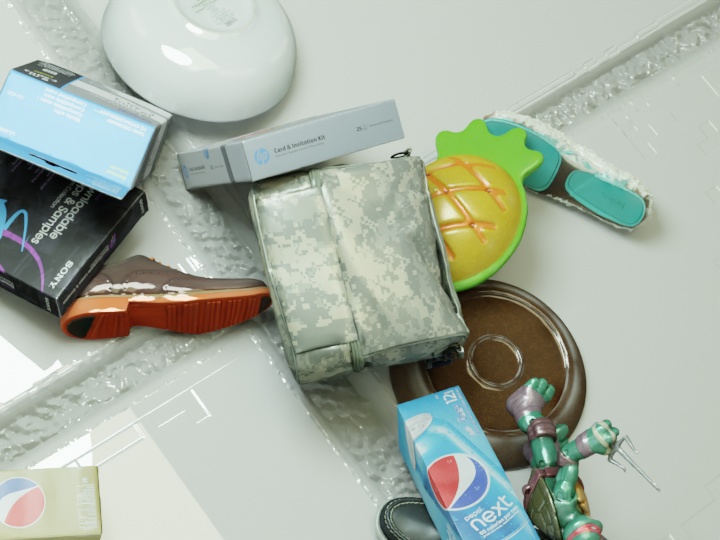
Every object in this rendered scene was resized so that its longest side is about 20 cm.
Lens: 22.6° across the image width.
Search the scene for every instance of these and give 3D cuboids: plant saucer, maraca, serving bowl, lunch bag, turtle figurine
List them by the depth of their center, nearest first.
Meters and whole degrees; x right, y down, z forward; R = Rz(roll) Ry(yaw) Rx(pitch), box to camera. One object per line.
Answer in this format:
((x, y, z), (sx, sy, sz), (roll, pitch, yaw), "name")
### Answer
((0.190, 0.193, 1.600), (0.100, 0.150, 0.200), (-10, 36, -13), "turtle figurine")
((0.000, 0.000, 1.654), (0.167, 0.139, 0.201), (-14, 81, 1), "lunch bag")
((0.127, 0.092, 1.735), (0.199, 0.032, 0.201), (6, 62, -11), "plant saucer")
((0.101, -0.064, 1.757), (0.137, 0.107, 0.200), (16, 62, 19), "maraca")
((-0.153, -0.242, 1.785), (0.199, 0.066, 0.201), (11, 50, -14), "serving bowl")

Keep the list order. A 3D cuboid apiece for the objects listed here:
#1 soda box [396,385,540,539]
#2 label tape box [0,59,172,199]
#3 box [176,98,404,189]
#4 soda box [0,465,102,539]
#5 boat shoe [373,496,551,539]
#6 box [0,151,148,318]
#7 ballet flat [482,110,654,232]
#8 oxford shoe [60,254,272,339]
((0.095, 0.200, 1.590), (0.064, 0.068, 0.200), (-17, 47, -12), "soda box")
((-0.258, -0.133, 1.657), (0.144, 0.200, 0.064), (22, 100, -3), "label tape box")
((-0.069, -0.117, 1.695), (0.155, 0.200, 0.041), (-17, 96, -21), "box")
((-0.323, 0.211, 1.538), (0.199, 0.068, 0.064), (-1, 64, -14), "soda box")
((0.112, 0.247, 1.636), (0.199, 0.060, 0.076), (17, 61, -6), "boat shoe")
((-0.317, -0.056, 1.665), (0.199, 0.036, 0.143), (26, 59, 15), "box")
((0.210, -0.105, 1.844), (0.200, 0.072, 0.072), (30, 61, -1), "ballet flat")
((-0.180, 0.015, 1.673), (0.199, 0.071, 0.073), (-2, 60, -15), "oxford shoe")
